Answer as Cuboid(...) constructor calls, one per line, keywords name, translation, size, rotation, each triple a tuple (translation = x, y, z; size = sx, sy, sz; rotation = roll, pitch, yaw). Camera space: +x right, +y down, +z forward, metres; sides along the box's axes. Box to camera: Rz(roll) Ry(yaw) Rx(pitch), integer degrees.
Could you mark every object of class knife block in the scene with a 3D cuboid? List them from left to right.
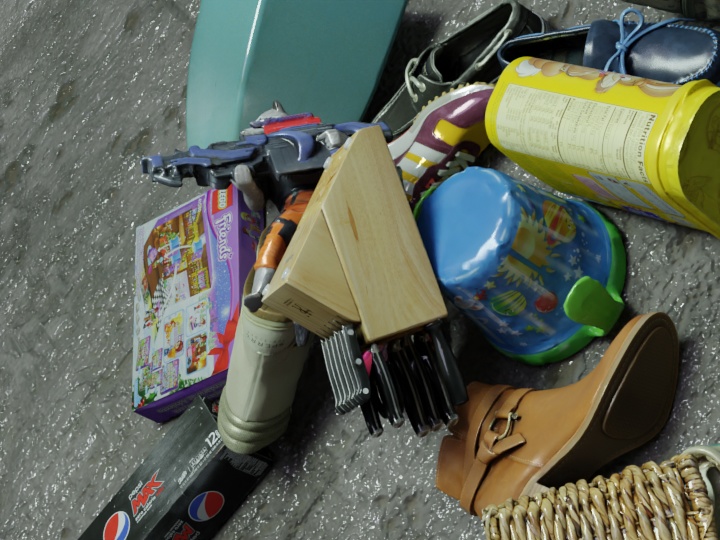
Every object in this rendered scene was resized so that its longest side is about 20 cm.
Cuboid(name="knife block", translation=(0.026, 0.018, 1.370), size=(0.200, 0.175, 0.064), rotation=(-66, 13, -22))

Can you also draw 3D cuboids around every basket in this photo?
Cuboid(name="basket", translation=(0.179, 0.241, 1.208), size=(0.149, 0.143, 0.200), rotation=(-16, 68, 10))

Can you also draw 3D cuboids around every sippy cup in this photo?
Cuboid(name="sippy cup", translation=(0.113, -0.012, 1.404), size=(0.178, 0.130, 0.140), rotation=(-13, 61, 38))

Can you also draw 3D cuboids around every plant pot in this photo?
Cuboid(name="plant pot", translation=(-0.070, -0.172, 1.634), size=(0.141, 0.141, 0.201), rotation=(7, 81, 62))

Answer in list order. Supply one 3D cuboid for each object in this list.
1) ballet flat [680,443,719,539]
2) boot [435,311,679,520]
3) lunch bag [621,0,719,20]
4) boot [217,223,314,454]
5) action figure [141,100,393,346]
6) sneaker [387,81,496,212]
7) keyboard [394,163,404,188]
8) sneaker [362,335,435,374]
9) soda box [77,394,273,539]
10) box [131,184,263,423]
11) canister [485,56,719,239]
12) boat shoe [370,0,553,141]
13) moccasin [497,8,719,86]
Cuboid(name="ballet flat", translation=(0.242, 0.206, 1.214), size=(0.069, 0.069, 0.200), rotation=(-24, 54, 33))
Cuboid(name="boot", translation=(0.139, 0.105, 1.363), size=(0.155, 0.074, 0.200), rotation=(22, 82, 51))
Cuboid(name="lunch bag", translation=(0.294, -0.288, 1.380), size=(0.167, 0.139, 0.200), rotation=(16, 79, 10))
Cuboid(name="boot", translation=(-0.070, 0.052, 1.573), size=(0.200, 0.072, 0.155), rotation=(-65, -11, -63))
Cuboid(name="action figure", translation=(-0.071, -0.047, 1.448), size=(0.199, 0.105, 0.194), rotation=(-3, 58, -8))
Cuboid(name="sneaker", translation=(0.062, -0.078, 1.539), size=(0.200, 0.075, 0.090), rotation=(-34, 57, 33))
Cuboid(name="keyboard", translation=(0.041, 0.016, 1.429), size=(0.011, 0.201, 0.056), rotation=(-8, 17, 5))
Cuboid(name="sneaker", translation=(0.000, 0.000, 1.494), size=(0.081, 0.075, 0.200), rotation=(-32, 71, 43))
Cuboid(name="soda box", translation=(-0.168, 0.209, 1.599), size=(0.200, 0.063, 0.071), rotation=(-49, 43, 11))
Cuboid(name="box", translation=(-0.150, 0.027, 1.696), size=(0.137, 0.039, 0.200), rotation=(-25, 53, 33))
Cuboid(name="canister", translation=(0.205, -0.090, 1.348), size=(0.200, 0.148, 0.087), rotation=(19, 82, 48))
Cuboid(name="boat shoe", translation=(0.071, -0.165, 1.574), size=(0.200, 0.064, 0.071), rotation=(-36, 48, 25))
Cuboid(name="moccasin", translation=(0.195, -0.160, 1.451), size=(0.200, 0.068, 0.081), rotation=(-7, 63, 38))
